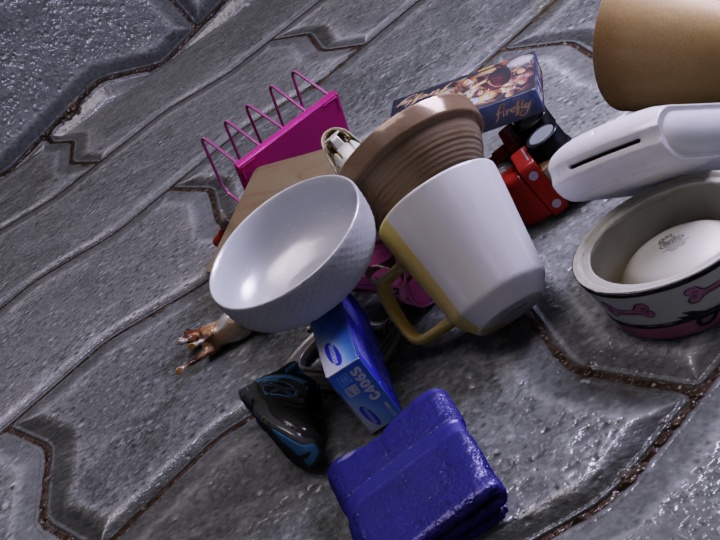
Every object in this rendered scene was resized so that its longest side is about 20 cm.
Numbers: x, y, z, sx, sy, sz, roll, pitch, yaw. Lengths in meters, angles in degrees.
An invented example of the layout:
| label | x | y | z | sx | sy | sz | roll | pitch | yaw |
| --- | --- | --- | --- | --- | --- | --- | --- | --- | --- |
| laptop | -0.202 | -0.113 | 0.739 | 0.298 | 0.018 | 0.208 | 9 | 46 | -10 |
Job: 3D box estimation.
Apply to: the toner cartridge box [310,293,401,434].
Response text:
| label | x | y | z | sx | sy | sz | roll | pitch | yaw |
| --- | --- | --- | --- | --- | --- | --- | --- | --- | --- |
| toner cartridge box | -0.014 | 0.081 | 1.408 | 0.043 | 0.095 | 0.200 | -33 | 31 | 8 |

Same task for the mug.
| label | x | y | z | sx | sy | sz | roll | pitch | yaw |
| --- | --- | --- | --- | --- | --- | --- | --- | --- | --- |
| mug | 0.117 | -0.007 | 1.394 | 0.149 | 0.154 | 0.187 | -24 | -18 | -25 |

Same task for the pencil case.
| label | x | y | z | sx | sy | sz | roll | pitch | yaw |
| --- | --- | --- | --- | --- | --- | --- | --- | --- | --- |
| pencil case | 0.000 | 0.000 | 1.557 | 0.199 | 0.091 | 0.094 | 2 | 36 | 39 |

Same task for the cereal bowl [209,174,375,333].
| label | x | y | z | sx | sy | sz | roll | pitch | yaw |
| --- | --- | --- | --- | --- | --- | --- | --- | --- | --- |
| cereal bowl | -0.063 | -0.007 | 1.400 | 0.199 | 0.083 | 0.201 | -27 | 33 | 20 |

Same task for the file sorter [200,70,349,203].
| label | x | y | z | sx | sy | sz | roll | pitch | yaw |
| --- | --- | --- | --- | --- | --- | --- | --- | --- | --- |
| file sorter | -0.133 | -0.200 | 2.030 | 0.200 | 0.139 | 0.125 | -39 | 52 | -17 |

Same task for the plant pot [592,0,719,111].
| label | x | y | z | sx | sy | sz | roll | pitch | yaw |
| --- | --- | --- | --- | --- | --- | --- | --- | --- | --- |
| plant pot | 0.415 | -0.275 | 1.551 | 0.199 | 0.187 | 0.186 | 16 | 50 | 42 |

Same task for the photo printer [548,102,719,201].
| label | x | y | z | sx | sy | sz | roll | pitch | yaw |
| --- | --- | --- | --- | --- | --- | --- | --- | --- | --- |
| photo printer | 0.310 | -0.125 | 1.357 | 0.199 | 0.070 | 0.166 | -8 | -9 | -41 |

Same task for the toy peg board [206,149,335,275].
| label | x | y | z | sx | sy | sz | roll | pitch | yaw |
| --- | --- | --- | --- | --- | --- | --- | --- | --- | --- |
| toy peg board | -0.090 | -0.061 | 1.846 | 0.199 | 0.098 | 0.200 | -11 | 46 | 42 |

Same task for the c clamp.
| label | x | y | z | sx | sy | sz | roll | pitch | yaw |
| --- | --- | --- | --- | --- | --- | --- | --- | --- | --- |
| c clamp | -0.017 | 0.081 | 1.530 | 0.171 | 0.027 | 0.200 | -45 | 28 | -25 |

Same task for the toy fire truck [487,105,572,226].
| label | x | y | z | sx | sy | sz | roll | pitch | yaw |
| --- | --- | --- | --- | --- | --- | --- | --- | --- | --- |
| toy fire truck | 0.171 | -0.117 | 1.600 | 0.200 | 0.129 | 0.176 | -39 | 22 | 12 |

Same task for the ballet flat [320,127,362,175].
| label | x | y | z | sx | sy | sz | roll | pitch | yaw |
| --- | --- | --- | --- | --- | --- | --- | --- | --- | --- |
| ballet flat | -0.016 | -0.140 | 1.630 | 0.067 | 0.062 | 0.200 | -40 | 21 | -1 |

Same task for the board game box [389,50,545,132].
| label | x | y | z | sx | sy | sz | roll | pitch | yaw |
| --- | --- | --- | --- | --- | --- | --- | --- | --- | --- |
| board game box | 0.134 | -0.209 | 1.631 | 0.199 | 0.035 | 0.136 | -18 | 26 | 15 |

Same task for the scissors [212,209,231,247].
| label | x | y | z | sx | sy | sz | roll | pitch | yaw |
| --- | --- | --- | --- | --- | --- | --- | --- | --- | --- |
| scissors | -0.208 | -0.062 | 1.938 | 0.073 | 0.014 | 0.200 | -37 | -5 | 6 |

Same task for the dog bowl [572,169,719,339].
| label | x | y | z | sx | sy | sz | roll | pitch | yaw |
| --- | --- | --- | --- | --- | --- | --- | --- | --- | --- |
| dog bowl | 0.314 | -0.012 | 1.260 | 0.199 | 0.074 | 0.200 | -27 | 24 | 13 |

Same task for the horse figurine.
| label | x | y | z | sx | sy | sz | roll | pitch | yaw |
| --- | --- | --- | --- | --- | --- | --- | --- | --- | --- |
| horse figurine | -0.169 | 0.072 | 1.690 | 0.200 | 0.050 | 0.133 | -32 | 5 | 19 |

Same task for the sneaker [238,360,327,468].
| label | x | y | z | sx | sy | sz | roll | pitch | yaw |
| --- | --- | --- | --- | --- | --- | --- | --- | --- | --- |
| sneaker | -0.075 | 0.150 | 1.407 | 0.082 | 0.073 | 0.200 | -37 | 24 | -8 |

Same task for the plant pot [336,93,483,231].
| label | x | y | z | sx | sy | sz | roll | pitch | yaw |
| --- | --- | --- | --- | --- | --- | --- | --- | --- | --- |
| plant pot | 0.073 | -0.101 | 1.482 | 0.200 | 0.093 | 0.201 | -30 | -21 | -13 |

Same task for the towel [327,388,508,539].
| label | x | y | z | sx | sy | sz | roll | pitch | yaw |
| --- | --- | --- | --- | --- | --- | --- | --- | --- | --- |
| towel | 0.053 | 0.204 | 1.192 | 0.147 | 0.050 | 0.200 | -38 | 24 | 3 |

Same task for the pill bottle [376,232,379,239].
| label | x | y | z | sx | sy | sz | roll | pitch | yaw |
| --- | --- | --- | --- | --- | --- | --- | --- | --- | --- |
| pill bottle | 0.024 | -0.089 | 1.707 | 0.114 | 0.115 | 0.200 | -23 | 24 | 17 |
